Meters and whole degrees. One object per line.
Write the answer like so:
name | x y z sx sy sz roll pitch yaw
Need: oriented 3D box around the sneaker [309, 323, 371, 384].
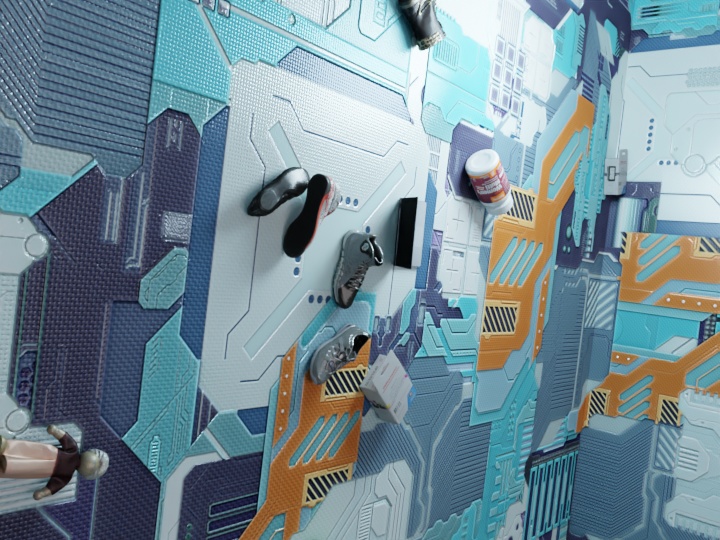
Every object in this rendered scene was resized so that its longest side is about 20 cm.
sneaker | -0.051 0.205 1.659 0.200 0.081 0.075 -49 130 -34

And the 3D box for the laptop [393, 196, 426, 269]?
laptop | 0.159 -0.101 1.840 0.199 0.115 0.190 2 95 -51

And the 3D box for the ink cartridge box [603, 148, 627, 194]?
ink cartridge box | 1.161 -0.449 3.044 0.115 0.067 0.203 -13 106 -49

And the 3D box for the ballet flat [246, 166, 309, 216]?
ballet flat | -0.179 -0.178 1.478 0.200 0.056 0.067 -41 112 -46

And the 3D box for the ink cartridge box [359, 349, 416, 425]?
ink cartridge box | 0.071 0.315 1.836 0.116 0.067 0.201 -54 134 -30

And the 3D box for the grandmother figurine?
grandmother figurine | -0.520 0.325 1.127 0.199 0.060 0.123 20 89 -48

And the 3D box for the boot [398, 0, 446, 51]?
boot | 0.193 -0.707 1.816 0.200 0.073 0.152 -48 129 -30

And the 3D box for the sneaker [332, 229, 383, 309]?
sneaker | 0.000 0.000 1.661 0.075 0.115 0.203 10 88 -50

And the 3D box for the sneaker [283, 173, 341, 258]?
sneaker | -0.105 -0.120 1.551 0.203 0.067 0.108 -68 162 5

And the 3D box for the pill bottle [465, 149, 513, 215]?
pill bottle | 0.414 -0.276 2.128 0.110 0.109 0.201 -58 135 -27
